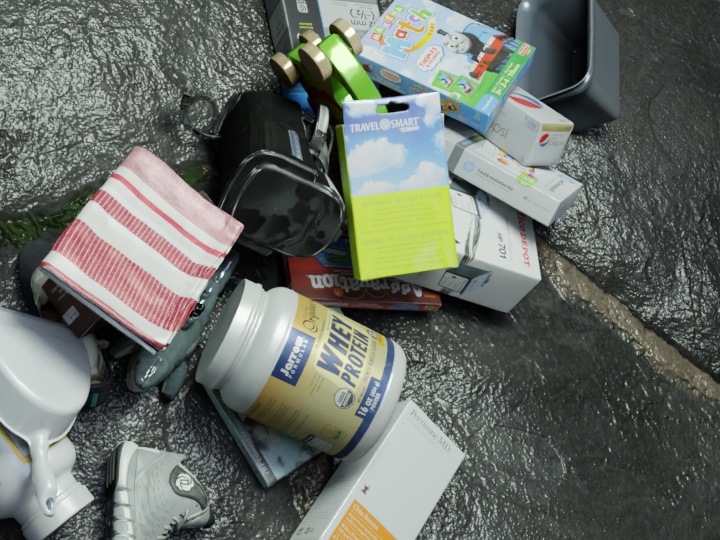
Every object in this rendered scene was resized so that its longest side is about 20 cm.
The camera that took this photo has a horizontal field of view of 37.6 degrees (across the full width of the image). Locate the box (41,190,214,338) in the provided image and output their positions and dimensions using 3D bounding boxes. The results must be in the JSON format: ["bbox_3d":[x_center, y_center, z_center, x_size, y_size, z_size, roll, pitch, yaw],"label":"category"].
[{"bbox_3d":[-0.233,-0.010,1.136,0.075,0.100,0.200,51,31,2],"label":"box"}]

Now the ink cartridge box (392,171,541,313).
[{"bbox_3d":[0.120,-0.048,1.348,0.199,0.086,0.147,16,48,-21],"label":"ink cartridge box"}]

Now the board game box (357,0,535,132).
[{"bbox_3d":[0.107,-0.276,1.379,0.199,0.037,0.152,26,56,13],"label":"board game box"}]

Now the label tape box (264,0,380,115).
[{"bbox_3d":[-0.040,-0.304,1.415,0.142,0.066,0.201,-3,68,-27],"label":"label tape box"}]

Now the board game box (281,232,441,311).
[{"bbox_3d":[0.000,0.000,1.319,0.199,0.019,0.104,3,56,-24],"label":"board game box"}]

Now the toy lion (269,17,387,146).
[{"bbox_3d":[-0.019,-0.202,1.295,0.069,0.200,0.192,-40,107,-12],"label":"toy lion"}]

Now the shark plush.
[{"bbox_3d":[-0.187,0.063,1.172,0.200,0.083,0.091,-41,90,-28],"label":"shark plush"}]

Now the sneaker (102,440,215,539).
[{"bbox_3d":[-0.205,0.277,1.086,0.115,0.075,0.201,10,64,-24],"label":"sneaker"}]

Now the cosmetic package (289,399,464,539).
[{"bbox_3d":[0.022,0.256,1.191,0.101,0.071,0.200,45,58,-14],"label":"cosmetic package"}]

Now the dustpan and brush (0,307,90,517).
[{"bbox_3d":[-0.305,0.134,1.000,0.139,0.057,0.201,24,29,-51],"label":"dustpan and brush"}]

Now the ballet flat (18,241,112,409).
[{"bbox_3d":[-0.312,0.050,1.134,0.073,0.073,0.201,-15,75,-29],"label":"ballet flat"}]

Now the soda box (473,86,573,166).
[{"bbox_3d":[0.189,-0.215,1.422,0.068,0.064,0.200,-6,37,-39],"label":"soda box"}]

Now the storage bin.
[{"bbox_3d":[0.305,-0.303,1.548,0.134,0.145,0.201,32,54,-42],"label":"storage bin"}]

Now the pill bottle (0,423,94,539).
[{"bbox_3d":[-0.353,0.170,1.043,0.104,0.104,0.200,-37,87,-32],"label":"pill bottle"}]

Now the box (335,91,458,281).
[{"bbox_3d":[0.041,-0.096,1.208,0.121,0.048,0.202,-8,97,-13],"label":"box"}]

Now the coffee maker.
[{"bbox_3d":[-0.119,-0.115,1.219,0.191,0.136,0.200,4,29,-8],"label":"coffee maker"}]

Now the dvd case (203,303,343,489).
[{"bbox_3d":[-0.068,0.142,1.237,0.199,0.022,0.147,-28,82,-31],"label":"dvd case"}]

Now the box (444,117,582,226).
[{"bbox_3d":[0.181,-0.133,1.379,0.199,0.041,0.156,32,22,13],"label":"box"}]

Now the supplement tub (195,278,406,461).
[{"bbox_3d":[-0.065,0.107,1.156,0.199,0.144,0.145,27,60,-13],"label":"supplement tub"}]

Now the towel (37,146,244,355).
[{"bbox_3d":[-0.211,-0.026,1.052,0.144,0.023,0.200,37,43,-11],"label":"towel"}]
